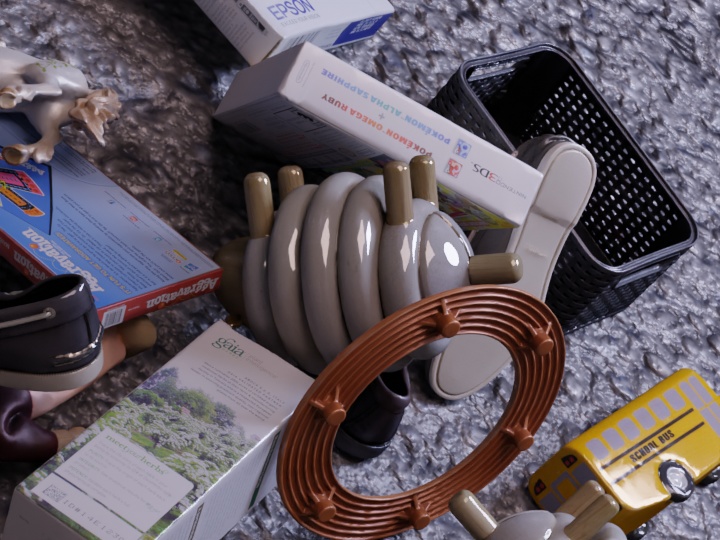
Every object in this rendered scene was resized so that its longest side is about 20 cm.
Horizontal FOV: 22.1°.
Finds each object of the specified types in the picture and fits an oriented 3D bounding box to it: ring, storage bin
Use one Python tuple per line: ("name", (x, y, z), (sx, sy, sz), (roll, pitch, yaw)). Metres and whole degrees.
("ring", (0.042, 0.092, 1.111), (0.200, 0.201, 0.019), (1, 36, -37))
("storage bin", (0.141, -0.062, 1.397), (0.135, 0.094, 0.200), (-18, 68, -45))

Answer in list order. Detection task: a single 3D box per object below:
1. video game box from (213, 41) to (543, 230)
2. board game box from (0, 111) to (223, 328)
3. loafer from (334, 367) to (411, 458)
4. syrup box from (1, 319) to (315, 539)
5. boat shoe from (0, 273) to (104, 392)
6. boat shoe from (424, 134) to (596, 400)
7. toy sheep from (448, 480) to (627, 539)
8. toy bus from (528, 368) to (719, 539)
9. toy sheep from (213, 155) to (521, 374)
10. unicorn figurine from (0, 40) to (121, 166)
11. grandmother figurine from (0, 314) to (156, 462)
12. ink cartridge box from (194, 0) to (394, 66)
("video game box", (0.007, -0.085, 1.251), (0.182, 0.200, 0.047), (30, 82, -15))
("board game box", (-0.188, -0.035, 1.130), (0.200, 0.019, 0.103), (38, 35, 29))
("loafer", (0.006, 0.029, 1.238), (0.072, 0.063, 0.200), (16, 47, -27))
("syrup box", (-0.111, 0.118, 1.049), (0.079, 0.081, 0.200), (32, 38, 14))
("boat shoe", (-0.239, 0.018, 1.013), (0.200, 0.063, 0.073), (7, 34, 4))
("boat shoe", (0.098, -0.003, 1.288), (0.067, 0.200, 0.057), (30, -2, -29))
("toy sheep", (0.127, 0.207, 1.125), (0.200, 0.138, 0.138), (48, 41, 0))
("toy bus", (0.210, 0.130, 1.305), (0.200, 0.065, 0.078), (-25, 71, -46))
("toy sheep", (0.000, 0.000, 1.129), (0.138, 0.200, 0.138), (-3, 90, -65))
("unicorn figurine", (-0.244, -0.130, 1.178), (0.200, 0.074, 0.137), (32, 30, -3))
("grandmother figurine", (-0.207, 0.065, 1.053), (0.121, 0.061, 0.200), (31, 38, 11))
("ink cartridge box", (-0.087, -0.246, 1.390), (0.200, 0.041, 0.200), (47, 28, 7))
